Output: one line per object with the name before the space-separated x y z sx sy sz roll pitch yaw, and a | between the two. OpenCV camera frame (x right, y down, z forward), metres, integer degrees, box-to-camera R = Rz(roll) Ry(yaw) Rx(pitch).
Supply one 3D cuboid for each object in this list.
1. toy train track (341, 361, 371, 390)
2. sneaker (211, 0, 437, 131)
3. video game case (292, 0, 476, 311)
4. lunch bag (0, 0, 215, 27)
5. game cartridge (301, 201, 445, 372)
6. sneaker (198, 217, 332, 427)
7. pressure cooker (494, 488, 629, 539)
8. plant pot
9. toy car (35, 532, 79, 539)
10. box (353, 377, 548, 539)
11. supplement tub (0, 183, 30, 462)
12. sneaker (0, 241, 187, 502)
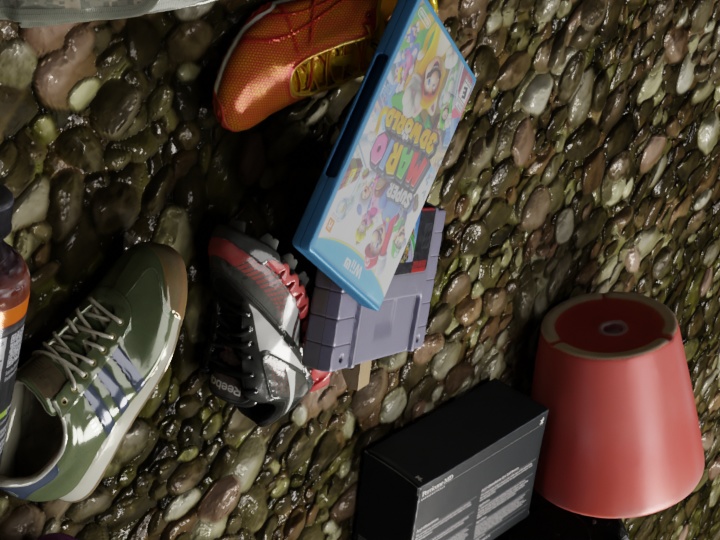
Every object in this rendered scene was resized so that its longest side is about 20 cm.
toy train track | 0.000 0.000 1.187 0.115 0.032 0.201 -24 124 -63
sneaker | -0.024 -0.163 1.011 0.200 0.077 0.073 -41 142 -25
video game case | 0.022 -0.084 1.032 0.201 0.018 0.143 -66 154 -10
lunch bag | -0.130 -0.235 0.795 0.200 0.117 0.165 -23 131 -34
game cartridge | 0.017 0.008 1.147 0.200 0.038 0.130 -8 113 -66
sneaker | -0.082 0.048 1.085 0.098 0.071 0.201 -47 144 -24
pressure cooker | 0.214 0.353 1.572 0.175 0.179 0.200 -11 138 3
plant pot | 0.266 0.132 1.496 0.200 0.200 0.178 -30 125 -37
toy car | -0.227 0.263 1.004 0.200 0.175 0.151 8 71 -53
box | 0.090 0.214 1.413 0.200 0.079 0.142 -23 133 -41
supplement tub | -0.254 0.043 0.835 0.107 0.107 0.201 -9 119 -49
sneaker | -0.191 0.071 0.965 0.090 0.067 0.201 11 108 -59
